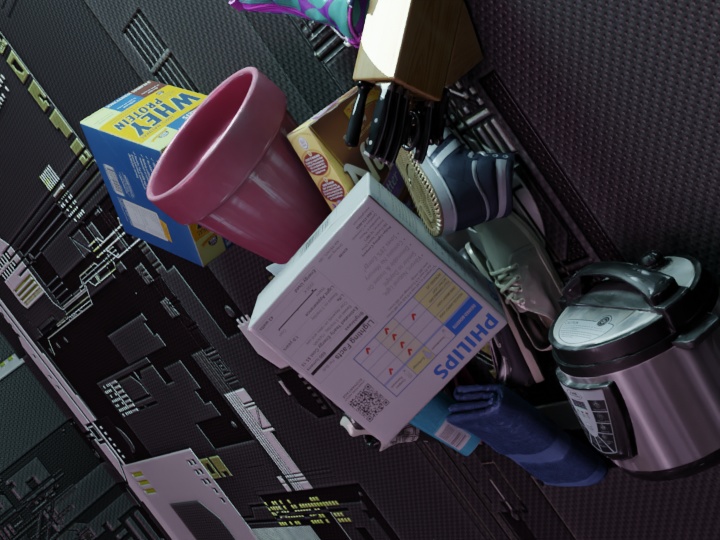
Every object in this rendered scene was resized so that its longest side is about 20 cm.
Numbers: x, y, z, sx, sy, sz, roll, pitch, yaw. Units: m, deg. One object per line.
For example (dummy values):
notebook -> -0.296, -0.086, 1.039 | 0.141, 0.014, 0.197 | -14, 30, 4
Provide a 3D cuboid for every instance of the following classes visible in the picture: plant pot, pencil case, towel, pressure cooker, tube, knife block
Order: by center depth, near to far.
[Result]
pressure cooker -> 0.280, 0.078, 1.065 | 0.175, 0.179, 0.201 | -23, 106, 27
knife block -> 0.033, -0.210, 1.072 | 0.064, 0.175, 0.201 | 10, 131, 47
pencil case -> -0.049, -0.299, 1.170 | 0.199, 0.093, 0.085 | 26, 179, 38
plant pot -> -0.126, -0.110, 1.317 | 0.179, 0.201, 0.199 | 40, 155, -23
towel -> 0.207, 0.210, 1.360 | 0.200, 0.049, 0.111 | 37, 154, -22
tube -> 0.068, 0.164, 1.410 | 0.199, 0.078, 0.050 | 34, 177, -5

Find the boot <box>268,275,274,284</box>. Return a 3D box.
boot -> -0.055, 0.072, 1.580 | 0.173, 0.200, 0.069 | 28, 112, -14

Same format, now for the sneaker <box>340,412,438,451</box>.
sneaker -> 0.043, 0.214, 1.540 | 0.200, 0.088, 0.076 | 31, -173, -45

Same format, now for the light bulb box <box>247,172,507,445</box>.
light bulb box -> 0.018, 0.040, 1.187 | 0.200, 0.198, 0.125 | 41, -167, -10

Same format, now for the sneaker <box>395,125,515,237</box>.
sneaker -> 0.099, -0.129, 1.194 | 0.070, 0.108, 0.201 | 103, 152, -57

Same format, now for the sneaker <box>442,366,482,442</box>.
sneaker -> 0.105, 0.143, 1.486 | 0.200, 0.079, 0.096 | 38, 126, 20

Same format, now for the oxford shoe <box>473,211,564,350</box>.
oxford shoe -> 0.179, 0.007, 1.235 | 0.201, 0.058, 0.075 | 57, 152, -7

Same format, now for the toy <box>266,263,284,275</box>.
toy -> -0.030, 0.054, 1.498 | 0.199, 0.115, 0.047 | 36, 121, 20

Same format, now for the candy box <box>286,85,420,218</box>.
candy box -> 0.016, -0.105, 1.269 | 0.201, 0.117, 0.056 | 57, 149, -12

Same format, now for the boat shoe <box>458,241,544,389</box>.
boat shoe -> 0.153, 0.061, 1.296 | 0.201, 0.062, 0.073 | 60, -167, -22

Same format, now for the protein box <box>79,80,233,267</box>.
protein box -> -0.267, -0.143, 1.586 | 0.199, 0.135, 0.200 | 21, 138, 41
